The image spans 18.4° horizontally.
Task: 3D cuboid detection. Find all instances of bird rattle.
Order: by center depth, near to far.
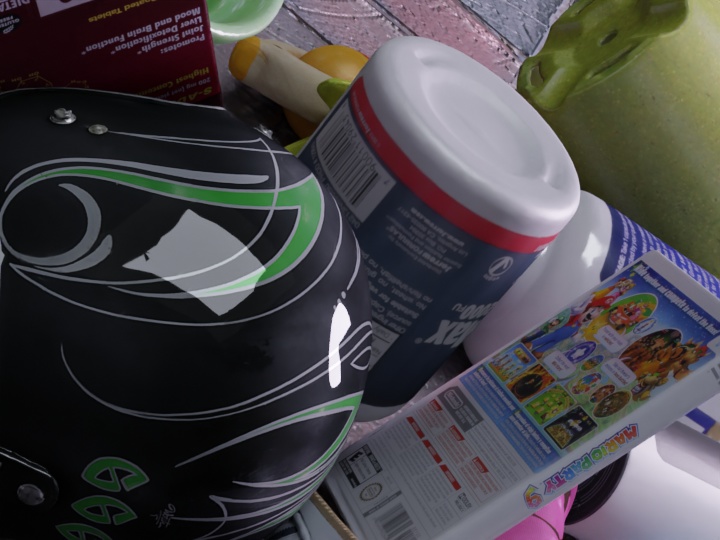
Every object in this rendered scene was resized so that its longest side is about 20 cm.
[{"bbox_3d":[0.010,-0.098,1.334,0.162,0.113,0.200,32,20,22],"label":"bird rattle"}]

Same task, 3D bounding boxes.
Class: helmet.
[{"bbox_3d":[-0.087,0.026,0.919,0.189,0.201,0.201,7,40,-26],"label":"helmet"}]

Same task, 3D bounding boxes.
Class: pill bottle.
[{"bbox_3d":[0.000,0.000,1.054,0.119,0.200,0.120,30,29,-19],"label":"pill bottle"},{"bbox_3d":[0.126,0.025,1.265,0.199,0.120,0.120,33,28,-19],"label":"pill bottle"}]

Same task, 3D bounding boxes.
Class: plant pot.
[{"bbox_3d":[0.199,-0.082,1.378,0.185,0.199,0.201,51,22,-23],"label":"plant pot"}]

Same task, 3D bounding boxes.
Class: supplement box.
[{"bbox_3d":[-0.119,-0.092,0.950,0.200,0.108,0.061,85,-16,-62],"label":"supplement box"}]

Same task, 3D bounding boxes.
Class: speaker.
[{"bbox_3d":[0.182,0.131,1.210,0.199,0.081,0.082,27,29,-35],"label":"speaker"}]

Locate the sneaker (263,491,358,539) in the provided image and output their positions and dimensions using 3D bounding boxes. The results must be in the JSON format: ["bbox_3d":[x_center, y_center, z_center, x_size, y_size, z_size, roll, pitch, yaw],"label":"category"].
[{"bbox_3d":[-0.042,0.152,0.924,0.070,0.108,0.200,57,-6,-5],"label":"sneaker"}]

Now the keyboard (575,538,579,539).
[{"bbox_3d":[0.142,0.151,1.220,0.200,0.011,0.056,51,29,19],"label":"keyboard"}]

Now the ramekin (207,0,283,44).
[{"bbox_3d":[-0.131,-0.198,1.149,0.200,0.097,0.202,37,43,-44],"label":"ramekin"}]

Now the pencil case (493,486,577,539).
[{"bbox_3d":[0.060,0.143,1.048,0.200,0.090,0.094,-70,151,-61],"label":"pencil case"}]

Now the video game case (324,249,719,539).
[{"bbox_3d":[0.080,0.067,1.031,0.018,0.199,0.143,57,-2,-19],"label":"video game case"}]
